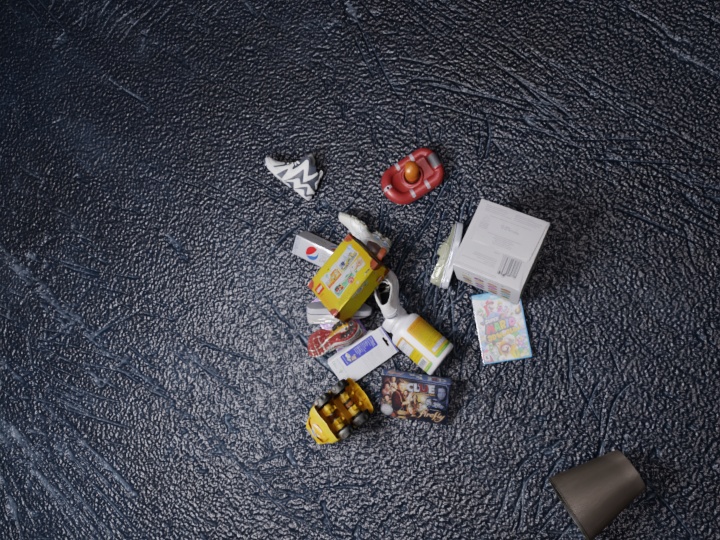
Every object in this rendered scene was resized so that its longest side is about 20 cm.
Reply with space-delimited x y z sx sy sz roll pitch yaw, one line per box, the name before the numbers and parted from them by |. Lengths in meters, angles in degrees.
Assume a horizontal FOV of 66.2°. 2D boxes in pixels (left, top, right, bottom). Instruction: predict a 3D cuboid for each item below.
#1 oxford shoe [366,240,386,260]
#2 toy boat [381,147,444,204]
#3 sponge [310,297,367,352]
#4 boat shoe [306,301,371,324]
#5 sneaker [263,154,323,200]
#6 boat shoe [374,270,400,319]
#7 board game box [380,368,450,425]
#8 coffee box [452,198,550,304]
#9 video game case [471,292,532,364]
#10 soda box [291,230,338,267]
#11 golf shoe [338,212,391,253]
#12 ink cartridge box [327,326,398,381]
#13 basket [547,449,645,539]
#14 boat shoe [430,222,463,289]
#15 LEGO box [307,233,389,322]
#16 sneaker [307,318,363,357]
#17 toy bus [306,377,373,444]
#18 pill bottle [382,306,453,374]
oxford shoe | 0.000 0.000 1.675 0.072 0.071 0.202 33 106 0
toy boat | 0.154 -0.291 1.670 0.198 0.131 0.132 -32 77 5
sponge | -0.066 0.157 1.704 0.111 0.030 0.201 -36 77 5
boat shoe | -0.065 0.135 1.660 0.196 0.072 0.067 -1 112 -3
sneaker | -0.205 -0.334 1.776 0.198 0.079 0.130 37 89 14
boat shoe | 0.069 0.052 1.616 0.071 0.066 0.202 -21 40 16
board game box | 0.158 0.366 1.599 0.196 0.035 0.138 6 110 12
coffee box | 0.392 -0.048 1.547 0.197 0.198 0.203 23 84 18
video game case | 0.411 0.162 1.613 0.140 0.018 0.204 -11 80 10
soda box | -0.109 -0.051 1.714 0.197 0.068 0.065 26 113 13
golf shoe | -0.002 -0.101 1.707 0.199 0.078 0.098 36 96 15
ink cartridge box | 0.008 0.254 1.654 0.198 0.039 0.100 -34 101 6
basket | 0.631 0.578 1.456 0.198 0.136 0.182 -32 72 2
boat shoe | 0.259 -0.049 1.647 0.061 0.072 0.204 15 88 10
LEGO box | -0.037 0.022 1.586 0.201 0.077 0.149 -50 54 8
sneaker | -0.075 0.211 1.645 0.198 0.082 0.079 -25 59 26
toy bus | -0.090 0.430 1.590 0.136 0.199 0.192 52 123 9
pill bottle | 0.163 0.197 1.610 0.199 0.111 0.112 40 91 14
